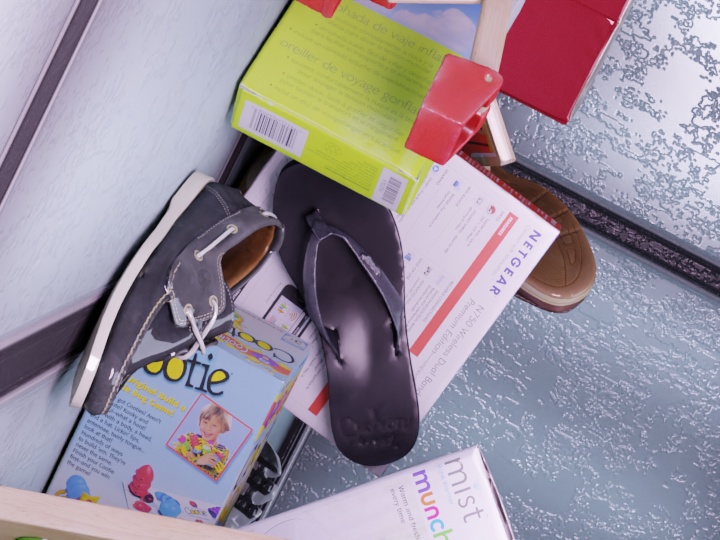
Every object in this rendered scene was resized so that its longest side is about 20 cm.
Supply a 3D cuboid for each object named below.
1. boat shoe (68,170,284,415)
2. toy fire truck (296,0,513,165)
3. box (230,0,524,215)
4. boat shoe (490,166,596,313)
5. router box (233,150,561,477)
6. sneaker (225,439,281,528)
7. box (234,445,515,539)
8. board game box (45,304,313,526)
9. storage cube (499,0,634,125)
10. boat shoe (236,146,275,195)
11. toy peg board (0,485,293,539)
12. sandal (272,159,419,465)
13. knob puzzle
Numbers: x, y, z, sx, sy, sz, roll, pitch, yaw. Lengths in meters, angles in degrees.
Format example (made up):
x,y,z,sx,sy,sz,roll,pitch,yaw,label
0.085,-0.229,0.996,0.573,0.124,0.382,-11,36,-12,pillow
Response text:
x,y,z,sx,sy,sz,roll,pitch,yaw,label
-0.103,0.016,1.547,0.200,0.067,0.072,-56,175,-50,boat shoe
0.038,-0.172,1.571,0.200,0.141,0.049,-61,176,-29,toy fire truck
0.018,-0.141,1.662,0.200,0.122,0.048,-60,176,-34,box
0.086,-0.023,1.860,0.072,0.200,0.072,-27,138,-28,boat shoe
0.000,0.000,1.767,0.200,0.179,0.049,-53,179,7,router box
-0.139,0.194,1.938,0.200,0.075,0.081,-50,-155,-16,sneaker
0.009,0.181,1.701,0.176,0.097,0.200,-20,175,1,box
-0.124,0.119,1.696,0.201,0.105,0.103,-63,177,14,board game box
0.118,-0.231,2.011,0.171,0.179,0.200,-63,178,16,storage cube
-0.035,-0.064,1.903,0.074,0.069,0.200,-65,176,37,boat shoe
-0.118,0.206,1.484,0.199,0.199,0.098,110,-9,-67,toy peg board
-0.002,0.024,1.722,0.043,0.076,0.201,-54,128,-83,sandal
0.042,-0.154,1.824,0.030,0.220,0.220,-20,169,-7,knob puzzle
